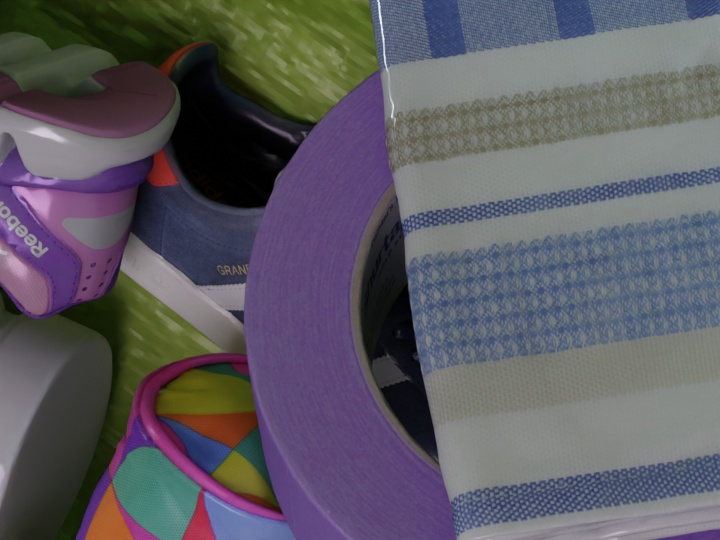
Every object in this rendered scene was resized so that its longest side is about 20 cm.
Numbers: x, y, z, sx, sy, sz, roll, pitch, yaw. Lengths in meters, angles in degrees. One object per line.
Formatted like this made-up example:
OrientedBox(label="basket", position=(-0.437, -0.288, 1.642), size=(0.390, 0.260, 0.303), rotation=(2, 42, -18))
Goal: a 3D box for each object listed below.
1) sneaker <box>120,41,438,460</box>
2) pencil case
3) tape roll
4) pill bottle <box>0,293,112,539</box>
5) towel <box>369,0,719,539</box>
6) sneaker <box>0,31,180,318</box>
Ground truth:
OrientedBox(label="sneaker", position=(0.000, 0.000, 0.957), size=(0.200, 0.075, 0.085), rotation=(33, 129, 3))
OrientedBox(label="pencil case", position=(-0.061, 0.123, 0.959), size=(0.088, 0.088, 0.201), rotation=(26, 123, 8))
OrientedBox(label="tape roll", position=(0.067, 0.023, 0.864), size=(0.199, 0.201, 0.066), rotation=(20, 157, 12))
OrientedBox(label="pill bottle", position=(-0.197, 0.031, 1.035), size=(0.199, 0.116, 0.117), rotation=(20, 123, 12))
OrientedBox(label="towel", position=(0.084, -0.016, 0.835), size=(0.146, 0.201, 0.024), rotation=(-10, 151, 0))
OrientedBox(label="sneaker", position=(-0.147, -0.043, 0.966), size=(0.200, 0.080, 0.089), rotation=(24, 122, 34))
